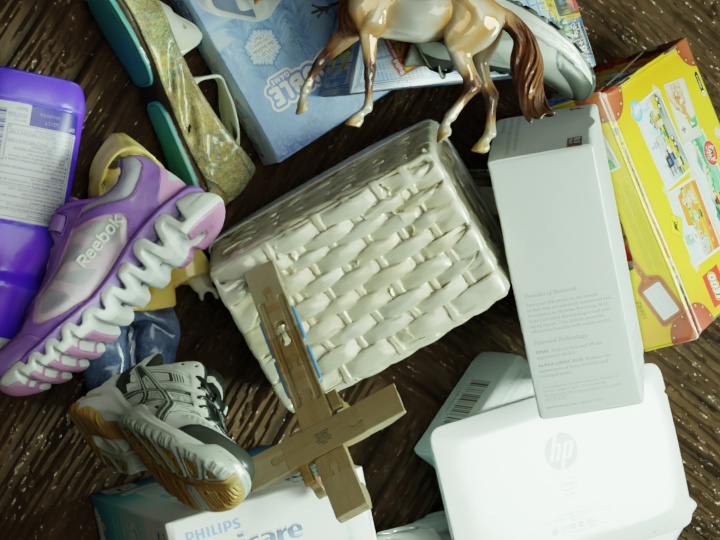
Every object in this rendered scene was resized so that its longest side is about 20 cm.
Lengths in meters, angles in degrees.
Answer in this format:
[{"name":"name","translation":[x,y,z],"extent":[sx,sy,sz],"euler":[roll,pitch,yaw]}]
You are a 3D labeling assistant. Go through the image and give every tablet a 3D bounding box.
[{"name":"tablet","translation":[0.153,0.156,1.697],"extent":[0.199,0.014,0.131],"euler":[-15,95,-22]}]

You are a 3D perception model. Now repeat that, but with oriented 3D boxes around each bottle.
[{"name":"bottle","translation":[-0.248,-0.039,1.590],"extent":[0.083,0.065,0.202],"euler":[10,86,-16]}]

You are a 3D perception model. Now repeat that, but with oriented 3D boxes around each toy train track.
[{"name":"toy train track","translation":[-0.033,0.082,1.508],"extent":[0.114,0.033,0.201],"euler":[-27,58,7]}]

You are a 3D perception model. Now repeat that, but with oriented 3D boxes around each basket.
[{"name":"basket","translation":[0.000,0.000,1.620],"extent":[0.199,0.123,0.136],"euler":[-29,100,7]}]

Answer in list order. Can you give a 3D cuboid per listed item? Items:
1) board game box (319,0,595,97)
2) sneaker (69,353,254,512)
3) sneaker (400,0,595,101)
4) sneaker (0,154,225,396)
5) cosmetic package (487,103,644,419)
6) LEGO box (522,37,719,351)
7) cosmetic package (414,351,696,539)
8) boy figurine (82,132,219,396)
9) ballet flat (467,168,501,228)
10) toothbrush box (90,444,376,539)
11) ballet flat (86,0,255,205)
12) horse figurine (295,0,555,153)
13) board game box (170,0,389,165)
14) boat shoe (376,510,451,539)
[{"name":"board game box","translation":[0.050,-0.211,1.666],"extent":[0.199,0.062,0.201],"euler":[-23,99,-22]},{"name":"sneaker","translation":[-0.119,0.097,1.507],"extent":[0.088,0.200,0.076],"euler":[-39,120,-21]},{"name":"sneaker","translation":[0.077,-0.167,1.614],"extent":[0.199,0.074,0.080],"euler":[26,91,-14]},{"name":"sneaker","translation":[-0.189,-0.001,1.557],"extent":[0.088,0.080,0.200],"euler":[44,88,10]},{"name":"cosmetic package","translation":[0.151,-0.008,1.631],"extent":[0.081,0.113,0.201],"euler":[-11,106,11]},{"name":"LEGO box","translation":[0.225,-0.058,1.737],"extent":[0.149,0.077,0.201],"euler":[-33,103,-50]},{"name":"cosmetic package","translation":[0.151,0.160,1.742],"extent":[0.200,0.074,0.102],"euler":[41,76,-18]},{"name":"boy figurine","translation":[-0.161,0.002,1.626],"extent":[0.123,0.064,0.202],"euler":[1,91,-15]},{"name":"ballet flat","translation":[0.103,-0.050,1.723],"extent":[0.198,0.075,0.068],"euler":[0,91,-22]},{"name":"toothbrush box","translation":[-0.089,0.186,1.578],"extent":[0.145,0.200,0.086],"euler":[-14,94,-22]},{"name":"ballet flat","translation":[-0.134,-0.140,1.638],"extent":[0.070,0.071,0.201],"euler":[-30,105,-19]},{"name":"horse figurine","translation":[0.041,-0.157,1.544],"extent":[0.198,0.050,0.134],"euler":[12,92,1]},{"name":"board game box","translation":[-0.037,-0.215,1.687],"extent":[0.199,0.043,0.200],"euler":[-34,102,-19]},{"name":"boat shoe","translation":[0.032,0.228,1.696],"extent":[0.199,0.065,0.074],"euler":[-13,94,-21]}]
